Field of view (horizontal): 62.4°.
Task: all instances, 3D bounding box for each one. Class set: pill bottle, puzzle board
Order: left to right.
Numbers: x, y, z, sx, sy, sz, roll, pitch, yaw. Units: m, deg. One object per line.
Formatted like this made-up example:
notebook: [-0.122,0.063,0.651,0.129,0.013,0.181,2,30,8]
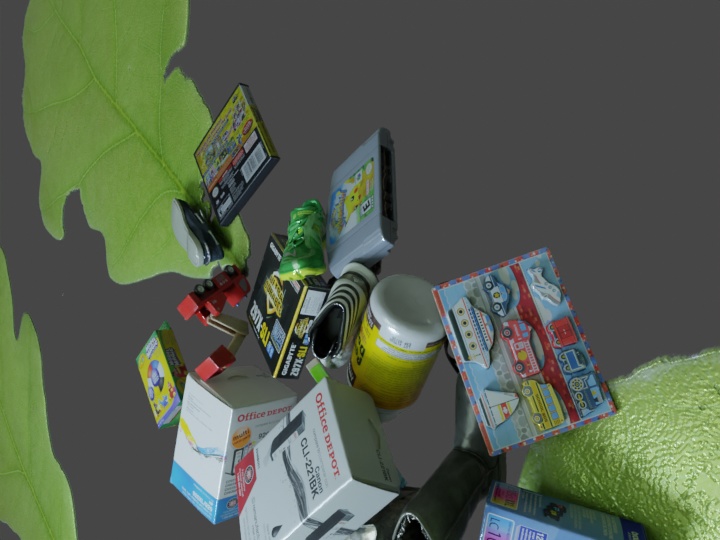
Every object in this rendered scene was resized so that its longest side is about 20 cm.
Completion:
pill bottle: [0.044,0.111,0.789,0.109,0.108,0.202,48,138,32]
puzzle board: [0.183,0.089,0.681,0.148,0.017,0.204,-19,73,2]

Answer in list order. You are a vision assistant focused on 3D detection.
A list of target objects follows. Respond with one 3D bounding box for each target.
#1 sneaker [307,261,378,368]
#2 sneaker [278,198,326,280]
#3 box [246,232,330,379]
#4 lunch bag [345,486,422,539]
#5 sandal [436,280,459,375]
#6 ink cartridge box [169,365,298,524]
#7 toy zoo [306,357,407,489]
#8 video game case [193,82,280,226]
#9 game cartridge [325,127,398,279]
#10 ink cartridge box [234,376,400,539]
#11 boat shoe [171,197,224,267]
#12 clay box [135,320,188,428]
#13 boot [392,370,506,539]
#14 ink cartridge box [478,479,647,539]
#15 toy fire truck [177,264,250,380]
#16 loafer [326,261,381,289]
sneaker: [-0.044,0.089,0.810,0.075,0.116,0.203,30,135,12]
sneaker: [-0.086,-0.048,0.882,0.072,0.201,0.085,-11,116,7]
box: [-0.124,0.053,0.966,0.200,0.048,0.162,50,125,55]
lunch bag: [0.001,0.359,0.807,0.197,0.162,0.120,-13,79,41]
sandal: [0.141,0.105,0.759,0.075,0.045,0.204,-31,69,40]
ink cartridge box: [-0.216,0.287,1.023,0.143,0.146,0.204,20,103,41]
toy zoo: [-0.001,0.225,0.843,0.020,0.132,0.200,-36,60,-8]
video game case: [-0.242,-0.218,1.136,0.200,0.025,0.183,-43,62,35]
game cartridge: [-0.001,-0.092,0.850,0.133,0.040,0.204,-39,41,44]
ink cartridge box: [-0.060,0.254,0.728,0.200,0.083,0.145,-45,39,20]
boat shoe: [-0.328,-0.082,1.188,0.200,0.061,0.076,46,135,43]
clay box: [-0.427,0.221,1.288,0.115,0.047,0.202,-47,60,31]
boot: [0.101,0.225,0.673,0.072,0.198,0.186,-6,98,43]
ink cartridge box: [0.222,0.326,0.634,0.196,0.076,0.140,11,98,17]
toy fire truck: [-0.242,0.084,1.044,0.049,0.200,0.142,-39,92,32]
loafer: [0.000,0.000,0.896,0.202,0.062,0.072,-60,23,20]
